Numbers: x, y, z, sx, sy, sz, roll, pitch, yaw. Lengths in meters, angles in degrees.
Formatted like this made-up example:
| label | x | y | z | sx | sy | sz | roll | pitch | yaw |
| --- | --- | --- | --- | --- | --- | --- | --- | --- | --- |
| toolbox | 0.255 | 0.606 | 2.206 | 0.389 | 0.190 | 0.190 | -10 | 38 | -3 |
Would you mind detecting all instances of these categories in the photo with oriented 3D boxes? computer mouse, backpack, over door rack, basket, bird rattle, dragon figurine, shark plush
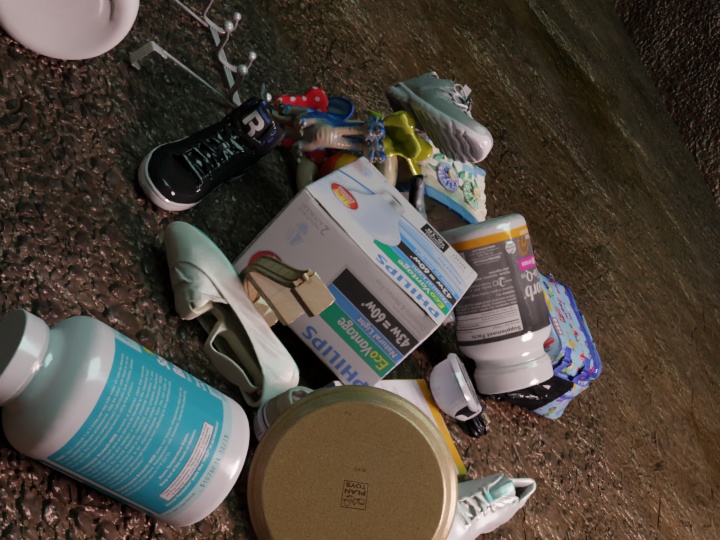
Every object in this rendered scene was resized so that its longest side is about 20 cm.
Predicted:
| label | x | y | z | sx | sy | sz | roll | pitch | yaw |
| --- | --- | --- | --- | --- | --- | --- | --- | --- | --- |
| computer mouse | 0.108 | 0.139 | 1.318 | 0.200 | 0.044 | 0.110 | 47 | 22 | -74 |
| backpack | 0.244 | 0.101 | 1.528 | 0.200 | 0.134 | 0.183 | 27 | 39 | -46 |
| over door rack | -0.192 | -0.279 | 1.333 | 0.200 | 0.067 | 0.148 | 17 | 44 | -50 |
| basket | 0.073 | -0.065 | 1.457 | 0.176 | 0.139 | 0.201 | 28 | 71 | -39 |
| bird rattle | -0.021 | -0.136 | 1.360 | 0.113 | 0.199 | 0.164 | 41 | 59 | -71 |
| dragon figurine | -0.043 | -0.164 | 1.288 | 0.099 | 0.059 | 0.200 | -7 | 24 | -26 |
| shark plush | 0.058 | -0.014 | 1.363 | 0.083 | 0.091 | 0.201 | -64 | 143 | -66 |

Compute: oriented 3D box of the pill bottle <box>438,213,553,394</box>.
| label | x | y | z | sx | sy | sz | roll | pitch | yaw |
| --- | --- | --- | --- | --- | --- | --- | --- | --- | --- |
| pill bottle | 0.164 | 0.040 | 1.371 | 0.116 | 0.116 | 0.201 | -20 | 96 | -62 |

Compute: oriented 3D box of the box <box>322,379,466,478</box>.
| label | x | y | z | sx | sy | sz | roll | pitch | yaw |
| --- | --- | --- | --- | --- | --- | --- | --- | --- | --- |
| box | 0.026 | 0.176 | 1.200 | 0.200 | 0.041 | 0.119 | 6 | 54 | -53 |

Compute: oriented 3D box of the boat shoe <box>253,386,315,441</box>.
| label | x | y | z | sx | sy | sz | roll | pitch | yaw |
| --- | --- | --- | --- | --- | --- | --- | --- | --- | --- |
| boat shoe | -0.004 | 0.167 | 1.075 | 0.199 | 0.062 | 0.072 | 23 | 49 | -26 |

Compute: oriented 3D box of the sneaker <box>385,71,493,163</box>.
| label | x | y | z | sx | sy | sz | roll | pitch | yaw |
| --- | --- | --- | --- | --- | --- | --- | --- | --- | --- |
| sneaker | 0.106 | -0.199 | 1.382 | 0.200 | 0.082 | 0.075 | 45 | -11 | 48 |

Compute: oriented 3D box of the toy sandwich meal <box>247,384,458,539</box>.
| label | x | y | z | sx | sy | sz | roll | pitch | yaw |
| --- | --- | --- | --- | --- | --- | --- | --- | --- | --- |
| toy sandwich meal | -0.003 | 0.199 | 1.012 | 0.205 | 0.205 | 0.070 | 55 | -3 | 1 |

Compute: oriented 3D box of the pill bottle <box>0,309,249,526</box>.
| label | x | y | z | sx | sy | sz | roll | pitch | yaw |
| --- | --- | --- | --- | --- | --- | --- | --- | --- | --- |
| pill bottle | -0.189 | 0.107 | 0.856 | 0.200 | 0.111 | 0.111 | 36 | 32 | -32 |

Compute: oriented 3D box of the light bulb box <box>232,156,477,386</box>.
| label | x | y | z | sx | sy | sz | roll | pitch | yaw |
| --- | --- | --- | --- | --- | --- | --- | --- | --- | --- |
| light bulb box | 0.000 | 0.000 | 1.224 | 0.198 | 0.125 | 0.200 | 46 | 22 | 1 |

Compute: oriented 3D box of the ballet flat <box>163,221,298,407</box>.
| label | x | y | z | sx | sy | sz | roll | pitch | yaw |
| --- | --- | --- | --- | --- | --- | --- | --- | --- | --- |
| ballet flat | -0.133 | 0.044 | 1.076 | 0.200 | 0.069 | 0.069 | 55 | 27 | -3 |

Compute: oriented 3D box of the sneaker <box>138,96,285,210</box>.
| label | x | y | z | sx | sy | sz | roll | pitch | yaw |
| --- | --- | --- | --- | --- | --- | --- | --- | --- | --- |
| sneaker | -0.147 | -0.134 | 1.192 | 0.073 | 0.112 | 0.200 | 52 | 27 | -2 |

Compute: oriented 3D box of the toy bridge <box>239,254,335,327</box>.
| label | x | y | z | sx | sy | sz | roll | pitch | yaw |
| --- | --- | --- | --- | --- | --- | --- | --- | --- | --- |
| toy bridge | -0.081 | 0.019 | 1.065 | 0.027 | 0.200 | 0.067 | -38 | 96 | -21 |

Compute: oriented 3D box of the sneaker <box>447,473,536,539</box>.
| label | x | y | z | sx | sy | sz | roll | pitch | yaw |
| --- | --- | --- | --- | --- | --- | --- | --- | --- | --- |
| sneaker | 0.123 | 0.250 | 1.215 | 0.200 | 0.088 | 0.075 | -4 | 64 | -59 |

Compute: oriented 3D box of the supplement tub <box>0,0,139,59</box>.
| label | x | y | z | sx | sy | sz | roll | pitch | yaw |
| --- | --- | --- | --- | --- | --- | --- | --- | --- | --- |
| supplement tub | -0.292 | -0.325 | 1.142 | 0.145 | 0.145 | 0.200 | 33 | 34 | -35 |
